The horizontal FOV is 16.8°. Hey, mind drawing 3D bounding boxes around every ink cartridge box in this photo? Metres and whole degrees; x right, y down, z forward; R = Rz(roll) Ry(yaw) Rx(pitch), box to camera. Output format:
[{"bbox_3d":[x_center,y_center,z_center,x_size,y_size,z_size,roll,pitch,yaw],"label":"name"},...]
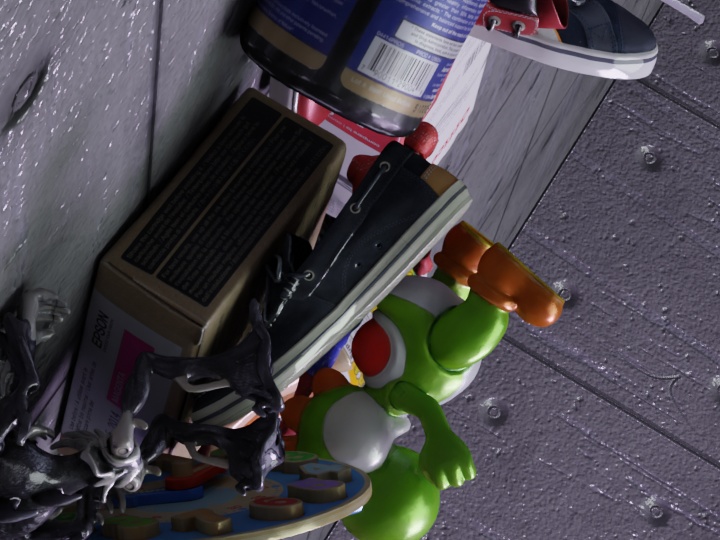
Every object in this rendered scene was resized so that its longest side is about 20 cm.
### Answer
[{"bbox_3d":[-0.094,0.018,1.424,0.165,0.075,0.200,-52,170,-38],"label":"ink cartridge box"},{"bbox_3d":[0.020,-0.122,1.614,0.147,0.083,0.200,-56,172,-24],"label":"ink cartridge box"}]

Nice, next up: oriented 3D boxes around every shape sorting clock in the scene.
[{"bbox_3d":[-0.093,0.121,1.298,0.200,0.198,0.040,-28,111,-76],"label":"shape sorting clock"}]

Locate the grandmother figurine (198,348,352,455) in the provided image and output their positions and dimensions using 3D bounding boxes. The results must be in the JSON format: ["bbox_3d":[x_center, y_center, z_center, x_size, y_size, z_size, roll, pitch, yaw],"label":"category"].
[{"bbox_3d":[-0.101,0.098,1.547,0.199,0.061,0.121,-35,-158,-12],"label":"grandmother figurine"}]

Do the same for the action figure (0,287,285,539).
[{"bbox_3d":[-0.138,0.078,1.199,0.102,0.198,0.119,-111,-169,-52],"label":"action figure"}]

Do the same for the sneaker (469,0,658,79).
[{"bbox_3d":[0.097,-0.178,1.485,0.079,0.199,0.080,-98,-153,-65],"label":"sneaker"}]

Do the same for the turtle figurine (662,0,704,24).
[{"bbox_3d":[0.131,-0.254,1.642,0.194,0.198,0.145,73,13,-75],"label":"turtle figurine"}]

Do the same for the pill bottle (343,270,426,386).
[{"bbox_3d":[-0.040,0.046,1.757,0.200,0.112,0.113,-53,171,-43],"label":"pill bottle"}]

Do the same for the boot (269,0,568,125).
[{"bbox_3d":[0.038,-0.142,1.423,0.201,0.144,0.072,-62,174,30],"label":"boot"}]

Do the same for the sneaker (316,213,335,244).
[{"bbox_3d":[-0.035,-0.019,1.598,0.200,0.083,0.077,83,16,-85],"label":"sneaker"}]

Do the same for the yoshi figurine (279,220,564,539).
[{"bbox_3d":[0.037,0.080,1.411,0.200,0.112,0.112,-50,158,0],"label":"yoshi figurine"}]

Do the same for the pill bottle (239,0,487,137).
[{"bbox_3d":[0.026,-0.182,1.306,0.201,0.111,0.112,-61,173,12],"label":"pill bottle"}]

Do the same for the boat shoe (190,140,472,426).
[{"bbox_3d":[-0.026,0.010,1.347,0.200,0.062,0.075,-46,177,5],"label":"boat shoe"}]

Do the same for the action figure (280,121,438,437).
[{"bbox_3d":[0.000,0.000,1.449,0.201,0.065,0.099,-61,163,13],"label":"action figure"}]
